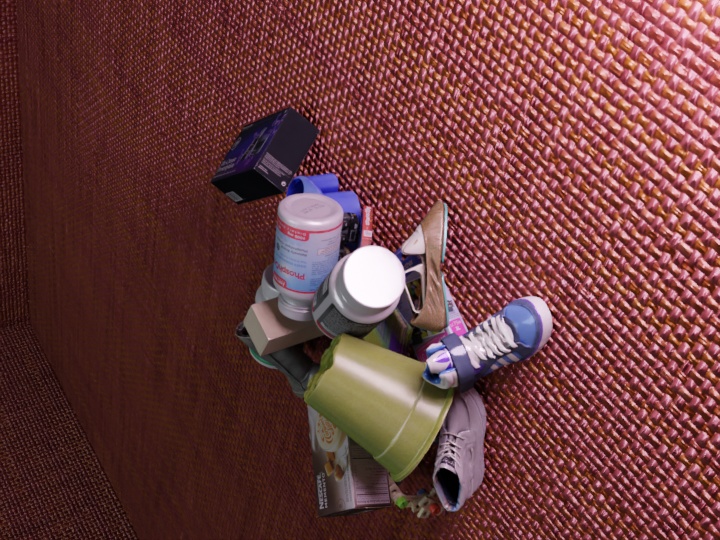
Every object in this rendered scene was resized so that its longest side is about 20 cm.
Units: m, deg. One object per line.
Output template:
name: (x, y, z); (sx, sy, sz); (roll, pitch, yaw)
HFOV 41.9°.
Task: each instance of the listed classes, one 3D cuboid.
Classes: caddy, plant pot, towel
caddy: (-0.080, -0.078, 1.680); (0.141, 0.105, 0.201); (43, 138, 38)
plant pot: (0.020, 0.194, 1.463); (0.189, 0.201, 0.200); (30, 144, -7)
towel: (0.042, 0.101, 1.610); (0.144, 0.023, 0.200); (58, 158, 32)

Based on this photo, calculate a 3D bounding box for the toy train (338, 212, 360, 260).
toy train: (-0.031, -0.015, 1.635); (0.034, 0.046, 0.201); (-125, 36, -45)

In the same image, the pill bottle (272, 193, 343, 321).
pill bottle: (-0.091, -0.020, 1.578); (0.109, 0.108, 0.201); (40, 134, 42)

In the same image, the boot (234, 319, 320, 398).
boot: (-0.118, 0.160, 1.774); (0.181, 0.073, 0.200); (-12, 124, 35)

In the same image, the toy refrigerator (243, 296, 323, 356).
toy refrigerator: (-0.105, 0.083, 1.706); (0.076, 0.199, 0.070); (59, 146, 20)

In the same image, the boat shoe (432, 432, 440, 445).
boat shoe: (0.105, 0.271, 1.591); (0.073, 0.062, 0.200); (65, 148, 13)

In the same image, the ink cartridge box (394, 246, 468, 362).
ink cartridge box: (0.099, 0.050, 1.524); (0.119, 0.042, 0.201); (-43, 66, 56)

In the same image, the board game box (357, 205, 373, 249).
board game box: (0.000, 0.000, 1.622); (0.103, 0.019, 0.201); (-86, 3, -55)

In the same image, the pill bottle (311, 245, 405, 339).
pill bottle: (-0.002, 0.037, 1.459); (0.114, 0.113, 0.200); (67, 160, 10)

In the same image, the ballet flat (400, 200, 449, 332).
ballet flat: (0.097, -0.006, 1.430); (0.068, 0.072, 0.201); (-126, 35, -83)

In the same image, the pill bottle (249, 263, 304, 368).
pill bottle: (-0.155, 0.088, 1.857); (0.113, 0.113, 0.201); (48, 140, 35)

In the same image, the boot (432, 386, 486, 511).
boot: (0.153, 0.279, 1.473); (0.073, 0.096, 0.201); (1, 113, 27)

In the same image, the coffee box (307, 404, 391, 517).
coffee box: (-0.021, 0.309, 1.594); (0.114, 0.079, 0.201); (-29, 61, 50)

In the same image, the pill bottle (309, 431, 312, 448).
pill bottle: (-0.036, 0.345, 1.803); (0.113, 0.113, 0.201); (3, 107, 57)

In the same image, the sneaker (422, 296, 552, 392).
sneaker: (0.168, 0.113, 1.337); (0.081, 0.146, 0.200); (64, 148, 14)

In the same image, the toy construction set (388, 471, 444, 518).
toy construction set: (0.054, 0.374, 1.664); (0.200, 0.092, 0.131); (27, 156, 43)

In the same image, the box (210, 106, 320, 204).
box: (-0.179, -0.209, 1.735); (0.079, 0.142, 0.200); (39, 158, -24)
